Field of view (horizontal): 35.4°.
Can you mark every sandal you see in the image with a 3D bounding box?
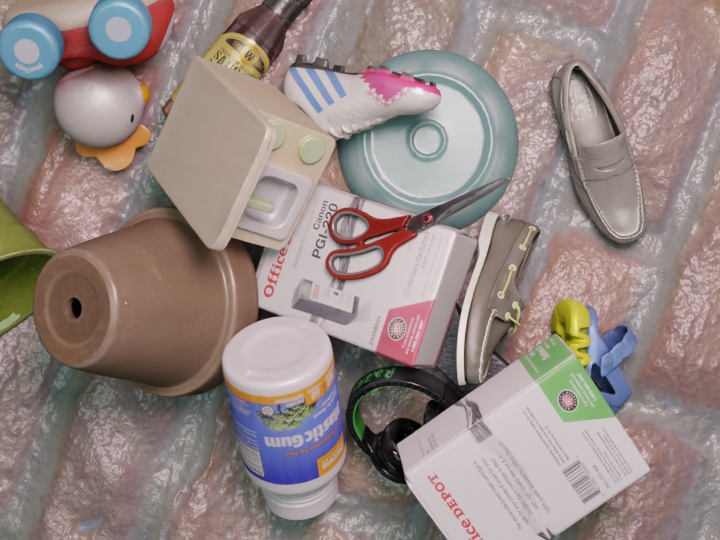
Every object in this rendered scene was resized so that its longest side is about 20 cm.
[{"bbox_3d":[0.248,0.132,1.190,0.086,0.079,0.202,1,97,-13],"label":"sandal"},{"bbox_3d":[0.090,0.068,1.213,0.076,0.043,0.201,-38,86,12],"label":"sandal"}]

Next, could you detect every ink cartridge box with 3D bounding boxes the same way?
[{"bbox_3d":[0.000,0.000,1.172,0.198,0.085,0.147,19,92,21],"label":"ink cartridge box"},{"bbox_3d":[0.155,0.182,1.101,0.199,0.084,0.147,-34,104,4],"label":"ink cartridge box"}]

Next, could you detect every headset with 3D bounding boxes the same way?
[{"bbox_3d":[0.067,0.188,1.178,0.123,0.094,0.200,-30,116,32],"label":"headset"}]

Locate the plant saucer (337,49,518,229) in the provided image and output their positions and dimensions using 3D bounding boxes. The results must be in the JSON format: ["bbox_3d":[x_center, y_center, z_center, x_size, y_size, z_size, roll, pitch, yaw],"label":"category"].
[{"bbox_3d":[0.072,-0.139,1.212,0.198,0.036,0.202,0,92,4],"label":"plant saucer"}]

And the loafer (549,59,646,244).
[{"bbox_3d":[0.250,-0.123,1.183,0.069,0.070,0.202,-23,90,4],"label":"loafer"}]

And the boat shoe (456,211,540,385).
[{"bbox_3d":[0.140,0.028,1.155,0.060,0.072,0.203,10,57,12],"label":"boat shoe"}]

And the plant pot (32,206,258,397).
[{"bbox_3d":[-0.230,0.035,1.136,0.198,0.174,0.203,1,93,31],"label":"plant pot"}]

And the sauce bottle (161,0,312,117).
[{"bbox_3d":[-0.129,-0.229,1.208,0.066,0.066,0.201,39,95,2],"label":"sauce bottle"}]

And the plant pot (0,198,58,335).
[{"bbox_3d":[-0.443,-0.036,1.189,0.199,0.200,0.191,-35,76,4],"label":"plant pot"}]

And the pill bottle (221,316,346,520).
[{"bbox_3d":[-0.073,0.157,1.158,0.111,0.113,0.202,-5,125,4],"label":"pill bottle"}]

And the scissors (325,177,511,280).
[{"bbox_3d":[0.056,-0.039,1.106,0.198,0.014,0.074,-10,79,17],"label":"scissors"}]

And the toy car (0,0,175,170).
[{"bbox_3d":[-0.265,-0.204,1.191,0.175,0.185,0.202,-12,120,3],"label":"toy car"}]

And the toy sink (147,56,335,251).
[{"bbox_3d":[-0.111,-0.106,1.121,0.111,0.200,0.131,16,109,-36],"label":"toy sink"}]

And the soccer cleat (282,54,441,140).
[{"bbox_3d":[-0.002,-0.168,1.170,0.199,0.070,0.087,16,95,39],"label":"soccer cleat"}]
